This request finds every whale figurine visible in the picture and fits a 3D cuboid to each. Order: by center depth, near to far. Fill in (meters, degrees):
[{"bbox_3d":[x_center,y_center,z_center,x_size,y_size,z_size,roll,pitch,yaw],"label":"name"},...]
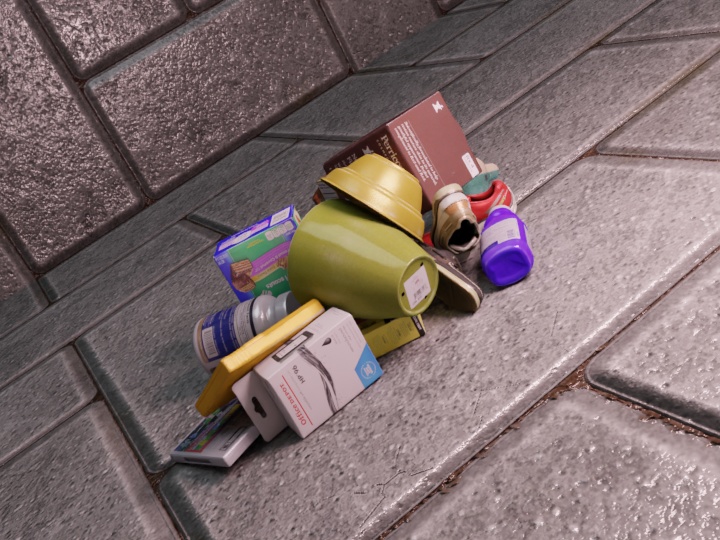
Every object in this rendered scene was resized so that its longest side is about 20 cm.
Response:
[{"bbox_3d":[0.205,-0.162,1.724,0.157,0.106,0.200,-16,0,23],"label":"whale figurine"}]

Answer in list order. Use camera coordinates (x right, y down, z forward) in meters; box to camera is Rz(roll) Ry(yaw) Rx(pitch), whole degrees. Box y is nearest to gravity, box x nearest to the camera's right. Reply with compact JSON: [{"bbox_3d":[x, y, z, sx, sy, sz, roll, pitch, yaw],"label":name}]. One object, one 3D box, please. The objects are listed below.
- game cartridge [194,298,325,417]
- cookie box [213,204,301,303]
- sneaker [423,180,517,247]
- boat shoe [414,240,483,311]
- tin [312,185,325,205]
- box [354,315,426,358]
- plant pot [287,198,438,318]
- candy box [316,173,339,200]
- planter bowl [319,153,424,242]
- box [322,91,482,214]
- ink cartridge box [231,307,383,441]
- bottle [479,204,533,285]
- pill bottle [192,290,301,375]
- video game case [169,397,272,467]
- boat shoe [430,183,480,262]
[{"bbox_3d":[-0.159,0.137,1.344,0.199,0.033,0.177,-31,-15,-39],"label":"game cartridge"},{"bbox_3d":[-0.150,0.009,1.616,0.169,0.202,0.075,-25,22,11],"label":"cookie box"},{"bbox_3d":[0.186,-0.103,1.594,0.198,0.086,0.077,-28,20,10],"label":"sneaker"},{"bbox_3d":[0.131,-0.002,1.407,0.066,0.072,0.200,-36,41,-22],"label":"boat shoe"},{"bbox_3d":[-0.017,-0.124,1.789,0.042,0.198,0.113,-50,52,23],"label":"tin"},{"bbox_3d":[0.005,0.110,1.398,0.198,0.051,0.075,-27,22,8],"label":"box"},{"bbox_3d":[0.019,-0.001,1.353,0.198,0.189,0.187,18,48,42],"label":"plant pot"},{"bbox_3d":[0.011,-0.119,1.696,0.116,0.202,0.056,-40,24,-28],"label":"candy box"},{"bbox_3d":[0.038,-0.131,1.410,0.084,0.199,0.200,-58,23,2],"label":"planter bowl"},{"bbox_3d":[0.073,-0.185,1.563,0.164,0.167,0.199,-37,9,-39],"label":"box"},{"bbox_3d":[-0.078,0.163,1.295,0.199,0.117,0.068,-37,22,-17],"label":"ink cartridge box"},{"bbox_3d":[0.237,-0.049,1.436,0.083,0.066,0.201,-28,20,17],"label":"bottle"},{"bbox_3d":[-0.190,0.112,1.556,0.197,0.117,0.116,-20,23,22],"label":"pill bottle"},{"bbox_3d":[-0.193,0.234,1.392,0.181,0.023,0.200,-12,28,51],"label":"video game case"},{"bbox_3d":[0.159,-0.058,1.444,0.074,0.201,0.069,-26,60,-1],"label":"boat shoe"}]
